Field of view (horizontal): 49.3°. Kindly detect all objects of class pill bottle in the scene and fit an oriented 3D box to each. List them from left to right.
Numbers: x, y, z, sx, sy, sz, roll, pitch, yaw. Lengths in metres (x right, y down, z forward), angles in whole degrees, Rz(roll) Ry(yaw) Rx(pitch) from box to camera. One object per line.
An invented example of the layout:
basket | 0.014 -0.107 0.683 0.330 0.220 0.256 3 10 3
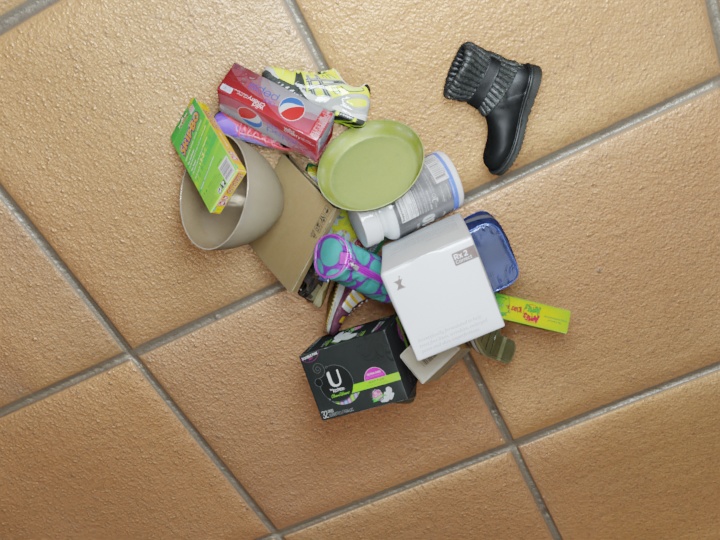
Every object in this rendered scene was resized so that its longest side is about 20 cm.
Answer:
pill bottle | 0.079 -0.127 1.423 0.197 0.114 0.115 -26 124 -10

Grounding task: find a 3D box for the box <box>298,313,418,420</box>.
box | 0.001 0.198 1.612 0.196 0.124 0.152 -18 97 21

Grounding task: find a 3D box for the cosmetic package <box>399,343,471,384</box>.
cosmetic package | 0.152 0.160 1.547 0.103 0.200 0.073 -43 76 8

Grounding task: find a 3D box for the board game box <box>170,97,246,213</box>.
board game box | -0.268 -0.203 1.361 0.030 0.201 0.096 4 133 -50

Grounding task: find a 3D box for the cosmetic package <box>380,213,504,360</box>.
cosmetic package | 0.138 0.023 1.363 0.162 0.200 0.168 -22 103 9

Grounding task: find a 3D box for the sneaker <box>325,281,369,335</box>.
sneaker | -0.015 0.054 1.594 0.088 0.076 0.203 11 124 -9

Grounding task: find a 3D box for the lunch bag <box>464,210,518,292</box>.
lunch bag | 0.197 -0.016 1.522 0.197 0.133 0.138 -25 103 9

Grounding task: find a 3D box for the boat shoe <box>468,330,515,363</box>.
boat shoe | 0.255 0.143 1.629 0.067 0.076 0.200 16 164 36

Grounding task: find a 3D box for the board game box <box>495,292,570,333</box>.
board game box | 0.317 0.083 1.608 0.195 0.101 0.049 14 86 -11

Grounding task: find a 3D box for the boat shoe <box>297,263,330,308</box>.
boat shoe | -0.086 0.003 1.537 0.063 0.074 0.202 14 139 -3

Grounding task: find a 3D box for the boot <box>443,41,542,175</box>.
boot | 0.214 -0.282 1.381 0.154 0.080 0.215 8 112 -16

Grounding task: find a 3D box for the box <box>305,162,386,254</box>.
box | -0.033 -0.113 1.501 0.196 0.049 0.119 23 119 -14

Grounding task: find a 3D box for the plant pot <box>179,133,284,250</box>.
plant pot | -0.214 -0.132 1.412 0.133 0.202 0.201 7 130 -46

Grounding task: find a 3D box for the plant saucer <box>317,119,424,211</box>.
plant saucer | 0.020 -0.179 1.381 0.196 0.203 0.031 -17 144 9

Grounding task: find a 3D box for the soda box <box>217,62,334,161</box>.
soda box | -0.143 -0.268 1.331 0.197 0.064 0.070 28 158 5

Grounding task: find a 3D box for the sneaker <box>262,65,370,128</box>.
sneaker | -0.075 -0.315 1.364 0.196 0.075 0.078 21 85 -9

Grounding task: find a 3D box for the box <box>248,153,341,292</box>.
box | -0.133 -0.088 1.462 0.021 0.164 0.202 -12 141 -50

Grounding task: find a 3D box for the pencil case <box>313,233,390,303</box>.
pencil case | 0.000 0.000 1.449 0.198 0.091 0.087 23 91 -50

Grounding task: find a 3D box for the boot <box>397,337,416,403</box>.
boot | 0.066 0.197 1.692 0.177 0.073 0.203 -1 130 -17

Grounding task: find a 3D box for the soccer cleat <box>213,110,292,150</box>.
soccer cleat | -0.166 -0.248 1.389 0.195 0.074 0.069 5 123 -7
